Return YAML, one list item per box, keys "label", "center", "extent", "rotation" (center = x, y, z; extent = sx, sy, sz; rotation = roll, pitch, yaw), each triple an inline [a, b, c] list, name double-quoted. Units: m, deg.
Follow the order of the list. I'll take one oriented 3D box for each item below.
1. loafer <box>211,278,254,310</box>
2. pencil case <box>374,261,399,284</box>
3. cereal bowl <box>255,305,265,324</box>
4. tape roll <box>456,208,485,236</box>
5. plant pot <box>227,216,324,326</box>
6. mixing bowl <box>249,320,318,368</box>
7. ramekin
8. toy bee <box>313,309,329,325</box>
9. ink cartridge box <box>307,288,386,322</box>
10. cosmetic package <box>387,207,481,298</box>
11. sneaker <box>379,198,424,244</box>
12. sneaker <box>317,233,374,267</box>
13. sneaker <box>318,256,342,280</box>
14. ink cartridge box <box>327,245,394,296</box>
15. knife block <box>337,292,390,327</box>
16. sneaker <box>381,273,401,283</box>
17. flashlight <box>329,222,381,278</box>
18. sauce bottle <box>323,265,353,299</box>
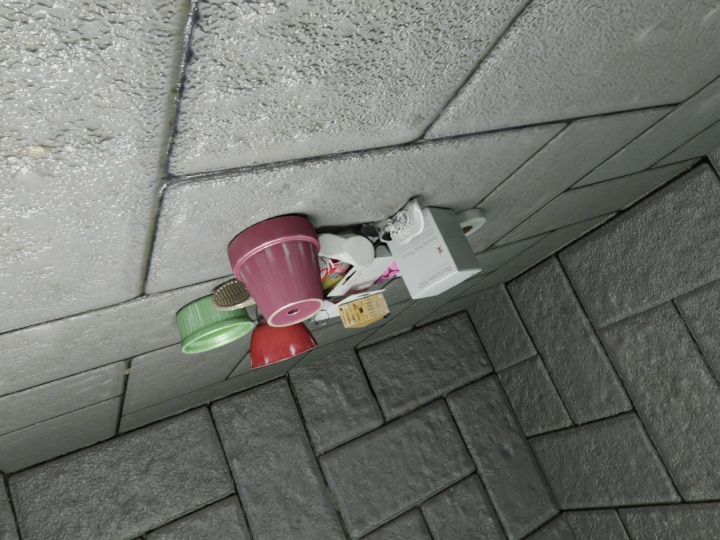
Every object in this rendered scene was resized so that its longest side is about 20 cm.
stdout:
- label: "loafer"
  center: [-0.277, 0.051, 1.430]
  extent: [0.198, 0.076, 0.068]
  rotation: [-23, 161, -8]
- label: "pencil case"
  center: [0.054, -0.017, 1.712]
  extent: [0.199, 0.091, 0.093]
  rotation: [-31, 133, 30]
- label: "cereal bowl"
  center: [-0.216, 0.085, 1.641]
  extent: [0.198, 0.084, 0.200]
  rotation: [-22, 166, -6]
- label: "tape roll"
  center: [0.303, -0.132, 1.801]
  extent: [0.201, 0.037, 0.203]
  rotation: [-23, 166, -6]
- label: "plant pot"
  center: [-0.164, 0.012, 1.208]
  extent: [0.198, 0.181, 0.200]
  rotation: [-20, 160, -8]
- label: "mixing bowl"
  center: [-0.224, 0.184, 1.555]
  extent: [0.198, 0.110, 0.200]
  rotation: [-17, 180, 0]
- label: "ramekin"
  center: [-0.394, 0.137, 1.508]
  extent: [0.198, 0.099, 0.200]
  rotation: [-22, 167, -6]
- label: "toy bee"
  center: [-0.188, 0.072, 1.477]
  extent: [0.197, 0.133, 0.109]
  rotation: [2, 171, 12]
- label: "ink cartridge box"
  center: [-0.047, 0.085, 1.661]
  extent: [0.162, 0.058, 0.200]
  rotation: [-9, 157, -48]
- label: "cosmetic package"
  center: [0.206, -0.050, 1.598]
  extent: [0.167, 0.202, 0.166]
  rotation: [-33, 163, 31]
- label: "sneaker"
  center: [0.107, -0.114, 1.458]
  extent: [0.081, 0.075, 0.200]
  rotation: [-11, 159, -18]
- label: "sneaker"
  center: [-0.054, -0.057, 1.395]
  extent: [0.199, 0.076, 0.088]
  rotation: [14, 174, -41]
- label: "sneaker"
  center: [-0.102, -0.016, 1.409]
  extent: [0.112, 0.071, 0.200]
  rotation: [-44, 176, -9]
- label: "ink cartridge box"
  center: [0.000, 0.000, 1.581]
  extent: [0.160, 0.047, 0.199]
  rotation: [-47, 158, 26]
- label: "knife block"
  center: [0.005, 0.134, 1.696]
  extent: [0.198, 0.065, 0.176]
  rotation: [-17, 166, -27]
- label: "sneaker"
  center: [0.106, -0.016, 1.812]
  extent: [0.198, 0.081, 0.115]
  rotation: [-23, 169, 2]
- label: "flashlight"
  center: [-0.029, -0.053, 1.491]
  extent: [0.200, 0.068, 0.068]
  rotation: [-43, -160, 45]
- label: "sauce bottle"
  center: [-0.049, 0.014, 1.689]
  extent: [0.199, 0.066, 0.066]
  rotation: [-35, 163, 20]
